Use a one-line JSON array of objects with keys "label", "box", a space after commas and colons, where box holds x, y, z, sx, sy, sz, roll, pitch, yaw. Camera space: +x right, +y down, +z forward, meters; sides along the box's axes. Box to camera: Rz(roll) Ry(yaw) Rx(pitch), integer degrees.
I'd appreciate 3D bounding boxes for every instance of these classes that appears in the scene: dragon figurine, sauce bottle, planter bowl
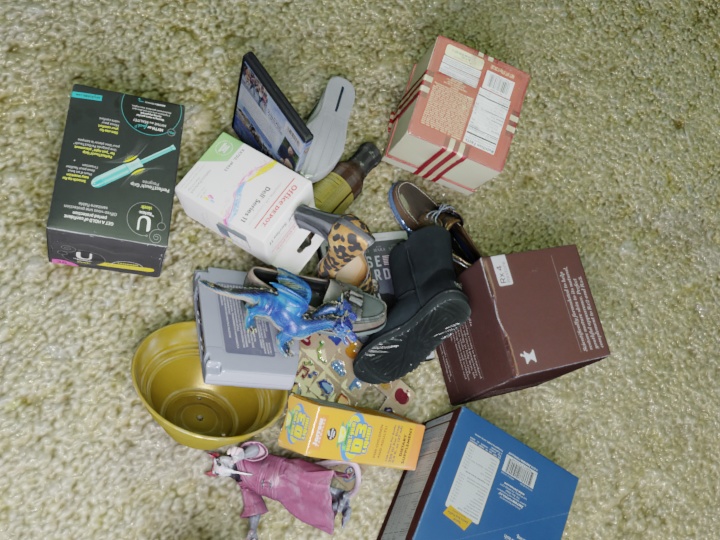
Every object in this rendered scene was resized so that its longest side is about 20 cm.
[{"label": "dragon figurine", "box": [-0.095, 0.037, 0.983, 0.199, 0.100, 0.059, 37, 18, -9]}, {"label": "sauce bottle", "box": [-0.039, -0.117, 1.198, 0.065, 0.065, 0.200, 43, 61, -1]}, {"label": "planter bowl", "box": [-0.196, 0.162, 1.004, 0.196, 0.084, 0.202, 17, 34, -11]}]

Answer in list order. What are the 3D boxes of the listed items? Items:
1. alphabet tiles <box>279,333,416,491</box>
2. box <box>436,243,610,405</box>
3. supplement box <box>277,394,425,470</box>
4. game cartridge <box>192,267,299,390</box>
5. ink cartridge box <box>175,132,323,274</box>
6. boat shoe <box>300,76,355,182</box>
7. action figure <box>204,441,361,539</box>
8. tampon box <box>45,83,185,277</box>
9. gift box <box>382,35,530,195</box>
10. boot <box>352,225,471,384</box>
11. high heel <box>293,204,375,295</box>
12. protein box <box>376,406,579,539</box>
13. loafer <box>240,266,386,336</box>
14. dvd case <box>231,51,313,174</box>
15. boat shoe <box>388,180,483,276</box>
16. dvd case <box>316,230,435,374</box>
[{"label": "alphabet tiles", "box": [-0.038, 0.173, 1.103, 0.200, 0.008, 0.168, 42, 68, -9]}, {"label": "box", "box": [0.216, 0.082, 1.146, 0.161, 0.200, 0.169, -8, 74, -23]}, {"label": "supplement box", "box": [-0.008, 0.212, 1.032, 0.197, 0.068, 0.068, 18, 85, -39]}, {"label": "game cartridge", "box": [-0.148, 0.075, 1.047, 0.130, 0.041, 0.202, 5, 37, -20]}, {"label": "ink cartridge box", "box": [-0.141, -0.092, 1.102, 0.198, 0.068, 0.118, 29, 67, 17]}, {"label": "boat shoe", "box": [-0.057, -0.203, 1.217, 0.071, 0.071, 0.203, 28, 57, -9]}, {"label": "action figure", "box": [-0.104, 0.257, 1.014, 0.196, 0.137, 0.149, 15, 26, 12]}, {"label": "tampon box", "box": [-0.321, -0.113, 1.051, 0.147, 0.126, 0.205, 9, 69, -17]}, {"label": "gift box", "box": [0.152, -0.243, 1.245, 0.182, 0.187, 0.203, 25, 79, -8]}, {"label": "boot", "box": [0.063, 0.046, 1.125, 0.076, 0.199, 0.170, 35, 26, -30]}, {"label": "high heel", "box": [0.000, 0.000, 1.061, 0.072, 0.141, 0.201, -49, 130, -17]}, {"label": "protein box", "box": [0.153, 0.330, 1.066, 0.196, 0.135, 0.202, 31, 63, -8]}, {"label": "loafer", "box": [-0.058, 0.038, 1.040, 0.195, 0.064, 0.073, 7, 40, -6]}, {"label": "dvd case", "box": [-0.127, -0.195, 1.113, 0.017, 0.200, 0.144, -33, 83, -21]}, {"label": "boat shoe", "box": [0.126, -0.069, 1.237, 0.200, 0.072, 0.072, 47, 62, 0]}, {"label": "dvd case", "box": [0.022, 0.044, 1.184, 0.147, 0.025, 0.204, -6, 75, -23]}]
